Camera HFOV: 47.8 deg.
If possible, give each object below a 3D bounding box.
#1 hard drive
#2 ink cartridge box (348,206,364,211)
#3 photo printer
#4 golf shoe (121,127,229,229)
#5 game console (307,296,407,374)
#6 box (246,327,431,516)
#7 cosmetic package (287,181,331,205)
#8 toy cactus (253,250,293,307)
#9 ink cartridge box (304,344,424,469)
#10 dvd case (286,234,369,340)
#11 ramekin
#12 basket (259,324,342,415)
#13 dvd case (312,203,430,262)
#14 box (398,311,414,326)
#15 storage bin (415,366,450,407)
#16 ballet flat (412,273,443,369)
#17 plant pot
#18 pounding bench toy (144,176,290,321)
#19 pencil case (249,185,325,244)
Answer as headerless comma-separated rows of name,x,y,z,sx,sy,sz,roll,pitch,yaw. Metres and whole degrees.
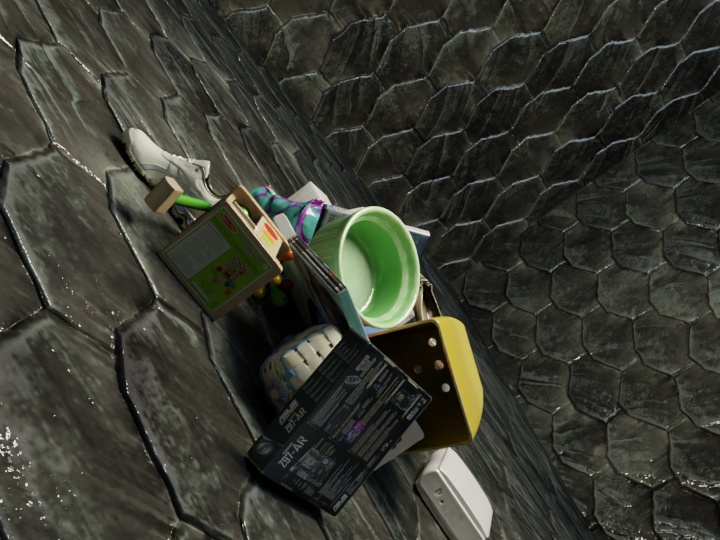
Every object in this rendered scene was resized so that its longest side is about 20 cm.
hard drive,-0.111,0.010,1.452,0.200,0.026,0.132,85,-20,-54
ink cartridge box,-0.029,0.004,1.605,0.144,0.147,0.200,-14,60,-32
photo printer,0.182,0.426,1.541,0.167,0.069,0.200,55,10,6
golf shoe,-0.281,-0.155,1.269,0.200,0.097,0.078,50,13,-12
game console,-0.001,0.128,1.409,0.116,0.175,0.201,160,-84,-71
box,-0.022,0.193,1.013,0.044,0.200,0.160,35,-7,48
cosmetic package,-0.099,-0.087,1.829,0.081,0.113,0.200,38,21,-56
toy cactus,-0.180,-0.032,1.379,0.200,0.102,0.165,45,1,-4
ink cartridge box,-0.003,0.209,1.268,0.200,0.116,0.067,55,16,9
dvd case,-0.041,0.045,1.178,0.200,0.022,0.146,47,-18,55
ramekin,0.000,0.000,1.351,0.200,0.097,0.201,10,76,-46
basket,-0.063,0.164,1.153,0.177,0.139,0.200,53,-18,7
dvd case,0.009,-0.034,1.458,0.199,0.143,0.018,14,34,-12
box,0.012,0.051,1.733,0.200,0.158,0.048,57,0,12
storage bin,0.113,0.237,1.535,0.146,0.200,0.135,48,21,-29
ballet flat,0.132,0.092,1.497,0.067,0.046,0.201,5,59,-43
plant pot,0.101,0.180,1.358,0.176,0.199,0.201,-16,90,-61
pounding bench toy,-0.213,-0.061,1.182,0.200,0.124,0.156,52,10,-12
pencil case,-0.143,-0.104,1.524,0.085,0.093,0.200,10,7,-45
